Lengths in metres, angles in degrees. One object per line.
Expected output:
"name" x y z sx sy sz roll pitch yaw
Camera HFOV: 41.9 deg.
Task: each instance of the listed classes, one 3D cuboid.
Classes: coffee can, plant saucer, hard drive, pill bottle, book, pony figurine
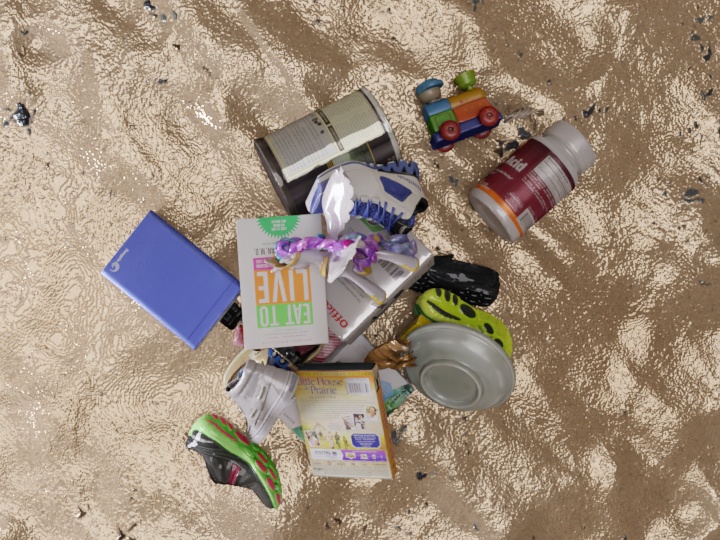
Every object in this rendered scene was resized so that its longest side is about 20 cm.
"coffee can" -0.052 -0.187 1.515 0.199 0.146 0.147 -27 97 -5
"plant saucer" 0.154 0.174 1.551 0.200 0.200 0.050 37 45 -8
"hard drive" -0.304 0.015 1.530 0.200 0.025 0.132 38 88 5
"pill bottle" 0.291 -0.153 1.582 0.200 0.114 0.114 -42 98 -4
"book" -0.120 0.017 1.460 0.133 0.048 0.201 -4 90 -3
"pony figurine" -0.018 -0.031 1.376 0.199 0.193 0.167 15 52 -27

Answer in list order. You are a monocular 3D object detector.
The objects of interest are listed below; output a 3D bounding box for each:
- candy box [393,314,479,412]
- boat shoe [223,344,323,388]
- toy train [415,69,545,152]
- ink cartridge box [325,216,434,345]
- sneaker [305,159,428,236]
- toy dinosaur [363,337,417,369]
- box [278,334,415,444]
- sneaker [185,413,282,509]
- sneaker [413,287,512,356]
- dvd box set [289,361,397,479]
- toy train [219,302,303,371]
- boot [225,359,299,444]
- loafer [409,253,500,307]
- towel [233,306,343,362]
"candy box" 0.153 0.160 1.594 0.200 0.102 0.026 35 49 -8
"boat shoe" -0.143 0.148 1.548 0.200 0.066 0.074 -36 109 7
"toy train" 0.197 -0.287 1.584 0.199 0.085 0.116 -21 83 -6
"ink cartridge box" 0.000 0.000 1.525 0.200 0.084 0.146 -43 79 -3
"sneaker" 0.027 -0.104 1.442 0.198 0.081 0.116 -11 59 -28
"toy dinosaur" 0.028 0.145 1.532 0.106 0.200 0.061 -2 62 -35
"box" -0.027 0.219 1.591 0.200 0.036 0.144 -44 103 0
"sneaker" -0.209 0.326 1.571 0.084 0.077 0.200 -43 96 15
"sneaker" 0.177 0.097 1.600 0.200 0.084 0.074 37 67 -13
"dvd box set" -0.027 0.243 1.518 0.145 0.029 0.201 -3 111 21
"toy train" -0.171 0.105 1.521 0.200 0.034 0.046 34 81 28
"boot" -0.173 0.206 1.515 0.095 0.200 0.074 25 47 -8
"loafer" 0.140 0.004 1.601 0.199 0.068 0.071 15 53 0
"towel" -0.103 0.075 1.587 0.199 0.023 0.145 12 93 -9
